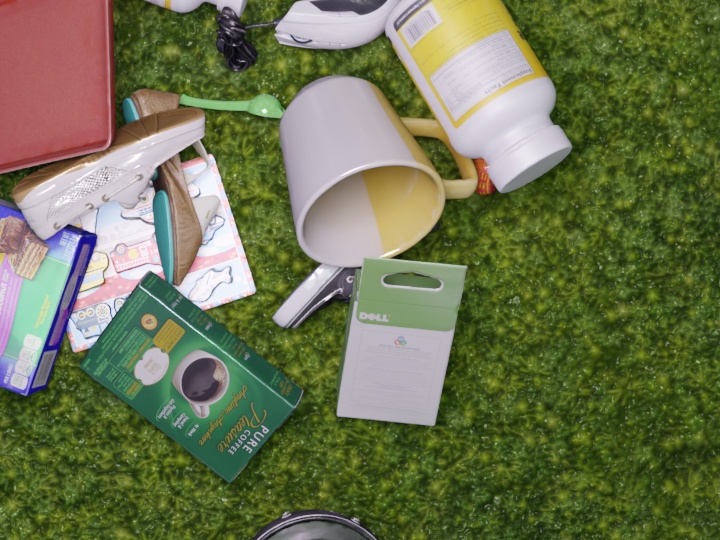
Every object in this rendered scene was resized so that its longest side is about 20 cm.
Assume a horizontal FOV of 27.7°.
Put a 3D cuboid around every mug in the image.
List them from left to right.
[{"bbox_3d":[0.001,-0.103,1.436,0.149,0.186,0.154,-41,50,25],"label":"mug"}]

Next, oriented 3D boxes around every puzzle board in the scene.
[{"bbox_3d":[-0.223,-0.018,1.501,0.199,0.017,0.152,-18,92,-3],"label":"puzzle board"}]

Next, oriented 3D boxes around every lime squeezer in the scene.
[{"bbox_3d":[-0.091,-0.134,1.495,0.200,0.038,0.071,41,89,-4],"label":"lime squeezer"}]

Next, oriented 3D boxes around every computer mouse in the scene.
[{"bbox_3d":[-0.047,-0.242,1.466,0.198,0.110,0.044,-13,74,-8],"label":"computer mouse"}]

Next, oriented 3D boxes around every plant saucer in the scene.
[{"bbox_3d":[-0.312,-0.197,1.430,0.199,0.037,0.201,-9,79,30],"label":"plant saucer"}]

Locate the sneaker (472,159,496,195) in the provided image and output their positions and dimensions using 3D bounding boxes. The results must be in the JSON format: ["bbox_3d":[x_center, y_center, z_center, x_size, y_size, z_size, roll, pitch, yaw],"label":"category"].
[{"bbox_3d":[0.117,-0.176,1.500,0.077,0.073,0.202,-3,85,14],"label":"sneaker"}]

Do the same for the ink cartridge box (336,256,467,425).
[{"bbox_3d":[0.038,0.057,1.447,0.103,0.059,0.201,7,125,-4],"label":"ink cartridge box"}]

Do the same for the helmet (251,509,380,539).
[{"bbox_3d":[-0.038,0.338,1.432,0.199,0.191,0.201,-10,130,-13],"label":"helmet"}]

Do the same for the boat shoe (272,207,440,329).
[{"bbox_3d":[0.000,0.000,1.492,0.200,0.070,0.066,-43,92,-9],"label":"boat shoe"}]

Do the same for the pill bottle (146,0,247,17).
[{"bbox_3d":[-0.201,-0.323,1.448,0.199,0.112,0.113,19,90,-4],"label":"pill bottle"}]

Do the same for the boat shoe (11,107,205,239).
[{"bbox_3d":[-0.233,-0.093,1.409,0.199,0.071,0.070,-26,112,-3],"label":"boat shoe"}]

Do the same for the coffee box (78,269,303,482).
[{"bbox_3d":[-0.170,0.109,1.469,0.200,0.044,0.123,37,113,-4],"label":"coffee box"}]

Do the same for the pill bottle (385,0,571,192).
[{"bbox_3d":[0.117,-0.180,1.397,0.112,0.112,0.201,-30,80,-2],"label":"pill bottle"}]

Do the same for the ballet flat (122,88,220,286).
[{"bbox_3d":[-0.183,-0.088,1.471,0.072,0.068,0.201,-13,87,-22],"label":"ballet flat"}]

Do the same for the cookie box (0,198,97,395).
[{"bbox_3d":[-0.388,0.010,1.455,0.199,0.075,0.172,19,91,3],"label":"cookie box"}]
